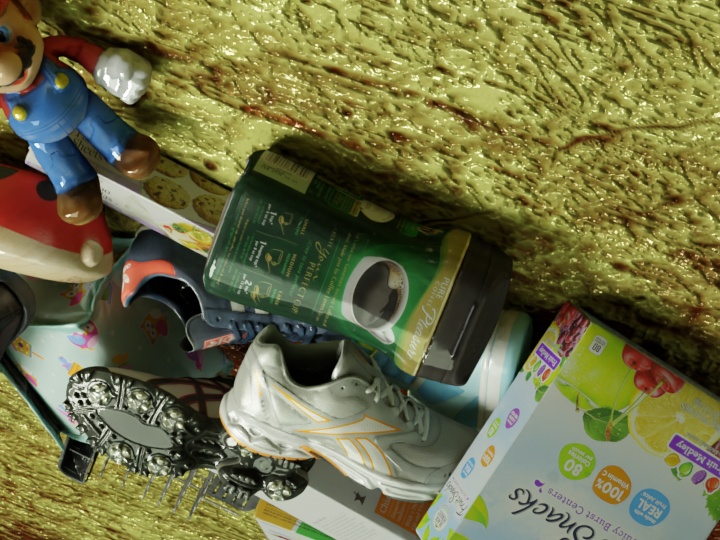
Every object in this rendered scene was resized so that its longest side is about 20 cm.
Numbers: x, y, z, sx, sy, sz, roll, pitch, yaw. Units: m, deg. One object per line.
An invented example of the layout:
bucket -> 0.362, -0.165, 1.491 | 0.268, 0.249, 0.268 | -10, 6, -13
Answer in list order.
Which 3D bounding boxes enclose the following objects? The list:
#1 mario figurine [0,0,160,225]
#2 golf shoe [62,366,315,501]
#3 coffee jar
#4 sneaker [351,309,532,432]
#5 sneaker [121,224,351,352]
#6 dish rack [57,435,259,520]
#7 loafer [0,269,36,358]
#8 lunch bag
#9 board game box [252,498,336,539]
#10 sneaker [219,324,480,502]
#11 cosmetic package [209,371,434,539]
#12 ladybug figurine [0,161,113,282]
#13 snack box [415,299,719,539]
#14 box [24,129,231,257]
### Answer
mario figurine -> -0.215, -0.111, 1.205 | 0.106, 0.124, 0.200 | 2, 145, 40
golf shoe -> -0.130, 0.115, 1.413 | 0.199, 0.088, 0.077 | 20, 118, -8
coffee jar -> 0.000, 0.000, 1.254 | 0.199, 0.085, 0.105 | 23, 107, 1
sneaker -> 0.054, 0.083, 1.385 | 0.130, 0.080, 0.200 | 16, 141, 8
sneaker -> -0.089, 0.035, 1.395 | 0.199, 0.085, 0.075 | 23, 151, 0
dish rack -> -0.180, 0.185, 1.742 | 0.199, 0.055, 0.154 | 25, 152, -4
loafer -> -0.310, 0.070, 1.406 | 0.072, 0.063, 0.200 | 39, 135, 0
lunch bag -> -0.235, 0.059, 1.500 | 0.199, 0.122, 0.171 | 1, 139, 36
board game box -> -0.016, 0.244, 1.681 | 0.152, 0.041, 0.200 | 20, 168, 4
sneaker -> 0.004, 0.098, 1.309 | 0.199, 0.076, 0.092 | 15, 121, -8
cosmetic package -> -0.021, 0.157, 1.535 | 0.199, 0.102, 0.071 | 30, 150, -14
ladybug figurine -> -0.262, -0.042, 1.374 | 0.199, 0.072, 0.136 | 16, -176, 33
snack box -> 0.164, 0.151, 1.294 | 0.168, 0.201, 0.068 | 31, -173, -16
box -> -0.143, -0.054, 1.331 | 0.199, 0.042, 0.039 | 28, 151, -8
